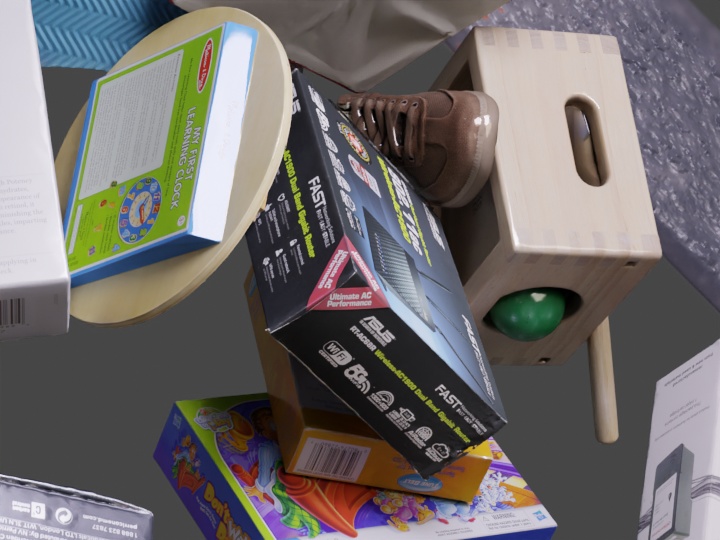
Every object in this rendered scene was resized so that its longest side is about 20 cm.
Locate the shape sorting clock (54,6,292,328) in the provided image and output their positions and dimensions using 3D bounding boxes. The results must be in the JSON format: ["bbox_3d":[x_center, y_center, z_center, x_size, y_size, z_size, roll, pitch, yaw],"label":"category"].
[{"bbox_3d":[-0.112,-0.059,1.565,0.039,0.200,0.201,29,50,-35],"label":"shape sorting clock"}]

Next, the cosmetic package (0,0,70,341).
[{"bbox_3d":[-0.225,-0.062,1.550,0.101,0.074,0.201,-5,64,-10],"label":"cosmetic package"}]

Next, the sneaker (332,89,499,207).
[{"bbox_3d":[0.018,-0.076,1.676,0.075,0.200,0.071,7,86,-21],"label":"sneaker"}]

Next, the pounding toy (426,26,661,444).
[{"bbox_3d":[0.116,-0.017,1.723,0.142,0.184,0.201,2,62,-21],"label":"pounding toy"}]

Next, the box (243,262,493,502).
[{"bbox_3d":[0.000,0.052,1.632,0.119,0.042,0.200,11,33,-19],"label":"box"}]

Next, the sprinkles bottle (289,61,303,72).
[{"bbox_3d":[-0.069,-0.123,1.713,0.068,0.068,0.201,23,53,-22],"label":"sprinkles bottle"}]

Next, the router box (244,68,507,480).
[{"bbox_3d":[0.000,0.000,1.548,0.150,0.062,0.200,45,18,-37],"label":"router box"}]

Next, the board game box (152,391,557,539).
[{"bbox_3d":[-0.003,0.129,1.597,0.199,0.045,0.135,-4,42,-36],"label":"board game box"}]

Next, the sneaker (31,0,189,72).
[{"bbox_3d":[-0.181,-0.165,1.663,0.199,0.077,0.081,14,17,-13],"label":"sneaker"}]

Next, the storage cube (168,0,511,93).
[{"bbox_3d":[-0.005,-0.242,1.650,0.200,0.171,0.180,24,49,-43],"label":"storage cube"}]

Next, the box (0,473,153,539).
[{"bbox_3d":[-0.183,0.226,1.381,0.104,0.148,0.201,16,56,-27],"label":"box"}]

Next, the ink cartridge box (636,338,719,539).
[{"bbox_3d":[0.259,0.168,1.762,0.145,0.084,0.201,26,52,-20],"label":"ink cartridge box"}]
